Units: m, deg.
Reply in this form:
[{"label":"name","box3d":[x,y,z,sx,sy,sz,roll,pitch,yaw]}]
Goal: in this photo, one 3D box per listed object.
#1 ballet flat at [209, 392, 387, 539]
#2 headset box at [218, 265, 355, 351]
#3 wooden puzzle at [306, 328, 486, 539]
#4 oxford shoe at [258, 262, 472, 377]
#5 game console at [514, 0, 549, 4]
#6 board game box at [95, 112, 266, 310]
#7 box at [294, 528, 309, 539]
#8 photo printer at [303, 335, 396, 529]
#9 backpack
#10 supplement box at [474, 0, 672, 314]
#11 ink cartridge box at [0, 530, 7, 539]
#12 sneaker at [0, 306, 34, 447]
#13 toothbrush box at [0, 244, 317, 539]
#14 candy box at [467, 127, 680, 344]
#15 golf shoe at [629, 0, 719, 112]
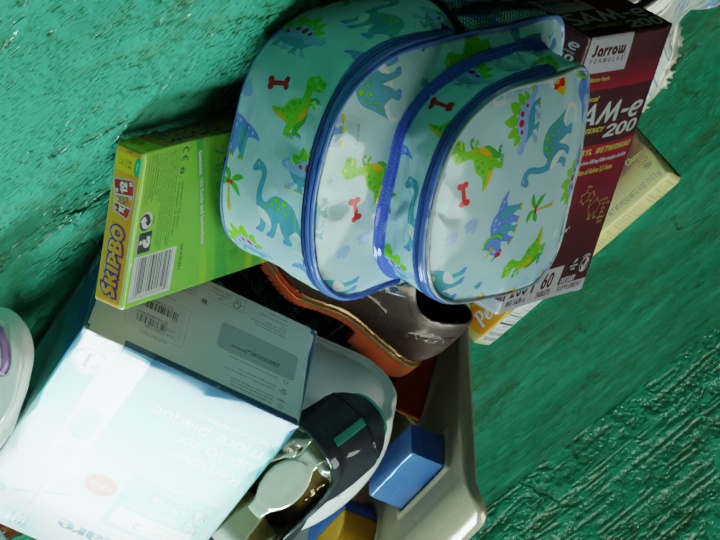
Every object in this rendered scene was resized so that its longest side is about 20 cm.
[{"label":"ballet flat","box3d":[-0.059,0.142,1.559,0.073,0.073,0.200,-25,167,-46]},{"label":"headset box","box3d":[0.000,0.000,1.742,0.200,0.093,0.174,-37,166,-4]},{"label":"wooden puzzle","box3d":[0.014,0.132,1.687,0.046,0.201,0.185,21,131,-26]},{"label":"oxford shoe","box3d":[-0.006,-0.008,1.580,0.072,0.071,0.200,-28,134,26]},{"label":"game console","box3d":[0.094,-0.171,1.583,0.200,0.031,0.177,-41,162,5]},{"label":"board game box","box3d":[-0.079,-0.044,1.437,0.200,0.030,0.096,-17,124,-52]},{"label":"box","box3d":[-0.070,0.233,1.867,0.141,0.078,0.201,-106,-156,-65]},{"label":"photo printer","box3d":[-0.083,0.095,1.622,0.167,0.199,0.070,125,-17,-48]},{"label":"backpack","box3d":[0.030,-0.070,1.411,0.199,0.147,0.184,-13,123,-41]},{"label":"supplement box","box3d":[0.127,-0.079,1.612,0.109,0.061,0.201,-15,128,-51]},{"label":"ink cartridge box","box3d":[-0.323,0.239,1.691,0.146,0.086,0.200,-33,165,-24]},{"label":"sneaker","box3d":[-0.234,0.069,1.438,0.100,0.075,0.200,-50,179,-44]},{"label":"toothbrush box","box3d":[-0.138,0.093,1.518,0.200,0.146,0.086,-51,-161,42]},{"label":"candy box","box3d":[0.132,-0.050,1.878,0.200,0.116,0.055,-41,166,11]},{"label":"golf shoe","box3d":[0.192,-0.183,1.742,0.097,0.078,0.200,-2,139,-41]}]
